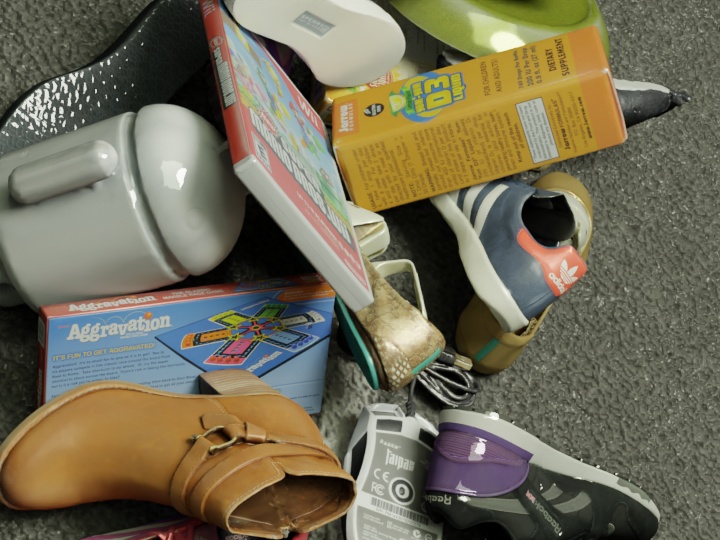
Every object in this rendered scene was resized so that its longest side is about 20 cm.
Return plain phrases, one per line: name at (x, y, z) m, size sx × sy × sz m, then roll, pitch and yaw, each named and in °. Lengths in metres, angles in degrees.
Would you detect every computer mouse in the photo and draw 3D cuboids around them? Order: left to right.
computer mouse at (0.021, 0.129, 1.215) m, size 0.109 × 0.044 × 0.200 m, roll 24°, pitch 52°, yaw -17°

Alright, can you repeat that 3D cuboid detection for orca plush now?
orca plush at (0.147, -0.119, 1.352) m, size 0.199 × 0.071 × 0.105 m, roll 0°, pitch 24°, yaw -31°

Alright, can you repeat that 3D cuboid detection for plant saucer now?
plant saucer at (0.105, -0.214, 1.359) m, size 0.199 × 0.031 × 0.200 m, roll 17°, pitch 33°, yaw -11°

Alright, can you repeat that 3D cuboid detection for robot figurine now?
robot figurine at (-0.159, -0.039, 1.140) m, size 0.199 × 0.170 × 0.113 m, roll -17°, pitch 72°, yaw 11°

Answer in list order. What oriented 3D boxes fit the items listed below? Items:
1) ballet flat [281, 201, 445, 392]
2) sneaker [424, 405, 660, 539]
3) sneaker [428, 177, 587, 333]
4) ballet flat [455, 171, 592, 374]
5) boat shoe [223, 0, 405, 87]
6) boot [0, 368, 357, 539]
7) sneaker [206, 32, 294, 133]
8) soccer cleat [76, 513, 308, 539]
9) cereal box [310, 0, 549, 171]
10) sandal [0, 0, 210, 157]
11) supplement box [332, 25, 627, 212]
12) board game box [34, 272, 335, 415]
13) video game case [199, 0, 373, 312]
ballet flat at (0.000, 0.000, 1.226) m, size 0.065 × 0.071 × 0.200 m, roll -22°, pitch 56°, yaw -11°
sneaker at (0.119, 0.167, 1.216) m, size 0.200 × 0.076 × 0.088 m, roll 27°, pitch 71°, yaw -31°
sneaker at (0.104, -0.043, 1.273) m, size 0.075 × 0.084 × 0.200 m, roll 51°, pitch 11°, yaw -44°
ballet flat at (0.136, -0.007, 1.319) m, size 0.069 × 0.063 × 0.200 m, roll 33°, pitch 56°, yaw -6°
boat shoe at (-0.039, -0.186, 1.240) m, size 0.200 × 0.072 × 0.069 m, roll 14°, pitch 44°, yaw -54°
boot at (-0.113, 0.123, 1.081) m, size 0.199 × 0.074 × 0.155 m, roll -18°, pitch 29°, yaw -21°
sneaker at (-0.068, -0.181, 1.309) m, size 0.088 × 0.080 × 0.201 m, roll 4°, pitch 63°, yaw -31°
soccer cleat at (-0.123, 0.182, 1.103) m, size 0.199 × 0.073 × 0.068 m, roll -13°, pitch 73°, yaw -29°
cereal box at (0.061, -0.164, 1.377) m, size 0.199 × 0.040 × 0.144 m, roll 12°, pitch 62°, yaw -20°
sandal at (-0.179, -0.120, 1.246) m, size 0.200 × 0.043 × 0.076 m, roll -42°, pitch 111°, yaw -31°
supplement box at (0.081, -0.105, 1.249) m, size 0.199 × 0.069 × 0.067 m, roll -17°, pitch 37°, yaw 10°
board game box at (-0.113, 0.060, 1.159) m, size 0.199 × 0.103 × 0.019 m, roll -6°, pitch 30°, yaw -27°
video game case at (-0.050, -0.081, 1.153) m, size 0.143 × 0.017 × 0.200 m, roll 50°, pitch 15°, yaw -38°
